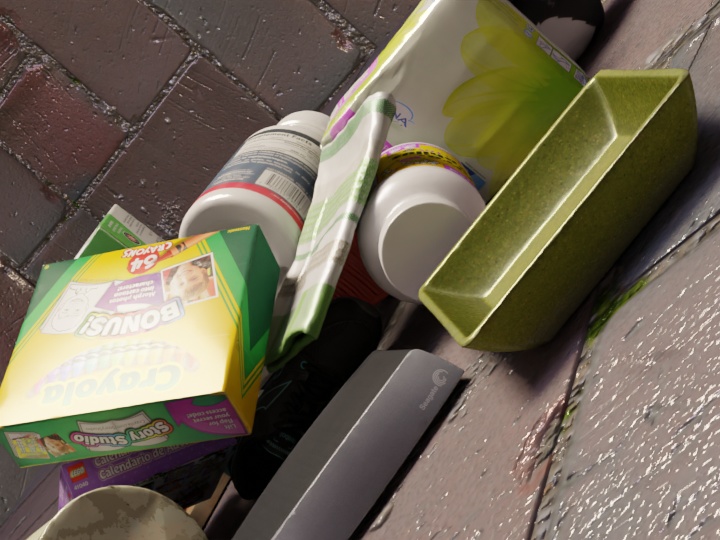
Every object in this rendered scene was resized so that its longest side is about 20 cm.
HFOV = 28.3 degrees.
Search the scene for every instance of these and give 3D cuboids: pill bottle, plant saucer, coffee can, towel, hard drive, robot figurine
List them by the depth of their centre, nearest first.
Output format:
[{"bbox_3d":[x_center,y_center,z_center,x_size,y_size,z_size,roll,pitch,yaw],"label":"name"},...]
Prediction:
[{"bbox_3d":[0.127,-0.033,0.892,0.201,0.048,0.200,-51,9,3],"label":"plant saucer"},{"bbox_3d":[-0.018,0.136,0.954,0.201,0.042,0.135,-53,10,-11],"label":"hard drive"},{"bbox_3d":[-0.208,0.259,1.076,0.200,0.146,0.147,-38,15,53],"label":"coffee can"},{"bbox_3d":[0.048,-0.035,1.111,0.105,0.104,0.200,-49,10,9],"label":"pill bottle"},{"bbox_3d":[-0.031,-0.028,1.111,0.149,0.030,0.202,135,156,-68],"label":"towel"},{"bbox_3d":[-0.073,-0.060,1.284,0.120,0.119,0.201,-44,9,34],"label":"pill bottle"},{"bbox_3d":[0.144,-0.218,1.304,0.201,0.150,0.125,-51,26,-7],"label":"robot figurine"}]

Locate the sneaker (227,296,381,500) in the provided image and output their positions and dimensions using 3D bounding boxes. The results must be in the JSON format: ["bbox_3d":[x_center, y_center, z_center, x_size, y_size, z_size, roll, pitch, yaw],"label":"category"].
[{"bbox_3d":[-0.045,0.108,1.169,0.201,0.075,0.080,-52,23,26],"label":"sneaker"}]

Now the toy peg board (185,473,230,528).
[{"bbox_3d":[-0.238,0.263,1.359,0.200,0.098,0.200,-44,11,40],"label":"toy peg board"}]

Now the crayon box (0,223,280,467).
[{"bbox_3d":[-0.172,0.058,1.114,0.197,0.059,0.174,-10,42,17],"label":"crayon box"}]

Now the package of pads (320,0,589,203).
[{"bbox_3d":[0.076,-0.139,1.219,0.200,0.154,0.068,-47,10,22],"label":"package of pads"}]

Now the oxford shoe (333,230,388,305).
[{"bbox_3d":[0.000,0.000,1.346,0.200,0.071,0.073,-47,-2,-46],"label":"oxford shoe"}]

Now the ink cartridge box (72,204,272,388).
[{"bbox_3d":[-0.172,0.039,1.298,0.084,0.199,0.146,-52,9,5],"label":"ink cartridge box"}]

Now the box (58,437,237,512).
[{"bbox_3d":[-0.182,0.177,1.193,0.135,0.039,0.200,-21,-16,-20],"label":"box"}]

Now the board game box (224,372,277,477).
[{"bbox_3d":[-0.081,0.108,1.356,0.151,0.047,0.200,-51,9,2],"label":"board game box"}]
